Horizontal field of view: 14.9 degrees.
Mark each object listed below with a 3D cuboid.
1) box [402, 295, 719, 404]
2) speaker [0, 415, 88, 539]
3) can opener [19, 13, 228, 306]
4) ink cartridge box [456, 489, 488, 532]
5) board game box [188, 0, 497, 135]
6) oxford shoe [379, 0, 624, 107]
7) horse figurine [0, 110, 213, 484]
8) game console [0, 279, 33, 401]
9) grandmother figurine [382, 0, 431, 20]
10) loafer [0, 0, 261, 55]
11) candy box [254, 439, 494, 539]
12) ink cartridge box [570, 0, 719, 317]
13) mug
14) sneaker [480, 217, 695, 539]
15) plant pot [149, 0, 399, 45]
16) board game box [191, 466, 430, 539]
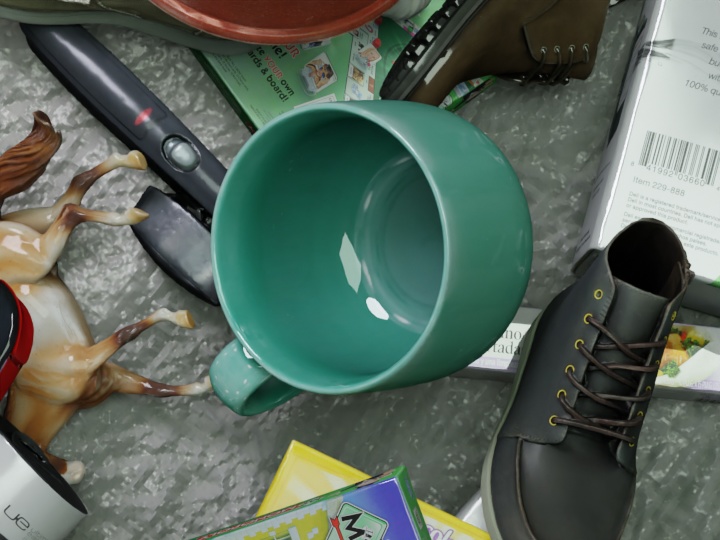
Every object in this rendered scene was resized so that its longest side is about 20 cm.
[{"bbox_3d":[0.121,0.045,1.532,0.199,0.041,0.039,6,78,-2],"label":"box"},{"bbox_3d":[-0.240,0.167,1.450,0.200,0.081,0.081,-44,85,-2],"label":"speaker"},{"bbox_3d":[-0.118,-0.075,1.523,0.079,0.063,0.200,-39,84,-17],"label":"can opener"},{"bbox_3d":[0.068,0.221,1.466,0.146,0.084,0.200,40,79,5],"label":"ink cartridge box"},{"bbox_3d":[-0.033,-0.152,1.561,0.134,0.029,0.200,-35,84,-10],"label":"board game box"},{"bbox_3d":[0.092,-0.134,1.523,0.200,0.073,0.084,-38,91,-30],"label":"oxford shoe"},{"bbox_3d":[-0.161,0.015,1.502,0.132,0.050,0.200,-20,92,15],"label":"horse figurine"},{"bbox_3d":[-0.281,0.059,1.459,0.200,0.031,0.177,24,76,33],"label":"game console"},{"bbox_3d":[0.045,-0.226,1.547,0.121,0.061,0.200,21,65,7],"label":"grandmother figurine"},{"bbox_3d":[-0.139,-0.175,1.502,0.199,0.070,0.075,9,62,-5],"label":"loafer"},{"bbox_3d":[0.032,0.175,1.410,0.200,0.026,0.102,25,76,5],"label":"candy box"},{"bbox_3d":[0.216,-0.079,1.538,0.146,0.084,0.201,17,79,-1],"label":"ink cartridge box"},{"bbox_3d":[0.002,-0.011,1.457,0.185,0.114,0.153,-12,87,36],"label":"mug"},{"bbox_3d":[0.117,0.067,1.411,0.075,0.106,0.200,18,49,-11],"label":"sneaker"},{"bbox_3d":[-0.036,-0.248,1.405,0.200,0.195,0.201,4,68,-9],"label":"plant pot"},{"bbox_3d":[-0.007,0.214,1.370,0.134,0.029,0.200,-20,94,12],"label":"board game box"}]
